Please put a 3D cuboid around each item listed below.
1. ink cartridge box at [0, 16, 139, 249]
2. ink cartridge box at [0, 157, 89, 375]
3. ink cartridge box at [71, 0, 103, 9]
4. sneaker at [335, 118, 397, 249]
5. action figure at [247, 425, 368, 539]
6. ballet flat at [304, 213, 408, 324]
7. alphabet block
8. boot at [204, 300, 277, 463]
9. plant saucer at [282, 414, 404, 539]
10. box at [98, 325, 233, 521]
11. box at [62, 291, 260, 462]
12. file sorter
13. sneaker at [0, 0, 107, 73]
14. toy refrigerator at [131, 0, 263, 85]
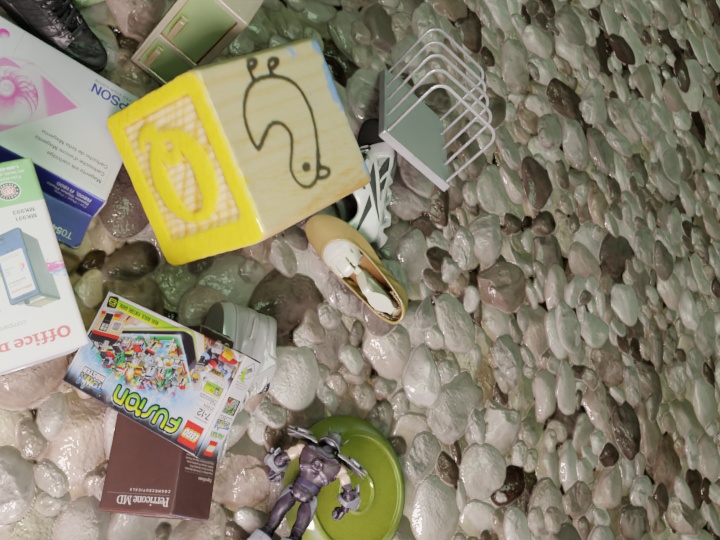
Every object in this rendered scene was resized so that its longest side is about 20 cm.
[{"bbox_3d":[-0.365,-0.157,0.875,0.195,0.043,0.202,29,60,-29],"label":"ink cartridge box"},{"bbox_3d":[-0.377,0.005,0.776,0.144,0.087,0.202,-17,91,-31],"label":"ink cartridge box"},{"bbox_3d":[-0.325,-0.426,0.982,0.199,0.048,0.146,-37,100,-36],"label":"ink cartridge box"},{"bbox_3d":[0.000,-0.138,1.131,0.088,0.074,0.203,15,68,-36],"label":"sneaker"},{"bbox_3d":[-0.073,0.275,0.935,0.129,0.070,0.201,22,58,18],"label":"action figure"},{"bbox_3d":[0.000,0.000,1.087,0.200,0.068,0.063,42,22,-21],"label":"ballet flat"},{"bbox_3d":[-0.142,-0.141,0.920,0.199,0.195,0.197,-34,104,-45],"label":"alphabet block"},{"bbox_3d":[-0.145,0.142,0.938,0.095,0.073,0.203,18,71,-36],"label":"boot"},{"bbox_3d":[-0.011,0.293,1.024,0.198,0.031,0.203,13,69,-35],"label":"plant saucer"},{"bbox_3d":[-0.210,0.166,0.851,0.075,0.099,0.203,39,51,-59],"label":"box"},{"bbox_3d":[-0.211,0.107,0.811,0.111,0.198,0.035,-65,153,-11],"label":"box"},{"bbox_3d":[0.118,-0.253,1.177,0.138,0.124,0.201,35,33,-25],"label":"file sorter"},{"bbox_3d":[-0.363,-0.317,0.882,0.200,0.104,0.060,42,55,-20],"label":"sneaker"},{"bbox_3d":[-0.200,-0.294,0.939,0.076,0.199,0.070,38,57,-23],"label":"toy refrigerator"}]
